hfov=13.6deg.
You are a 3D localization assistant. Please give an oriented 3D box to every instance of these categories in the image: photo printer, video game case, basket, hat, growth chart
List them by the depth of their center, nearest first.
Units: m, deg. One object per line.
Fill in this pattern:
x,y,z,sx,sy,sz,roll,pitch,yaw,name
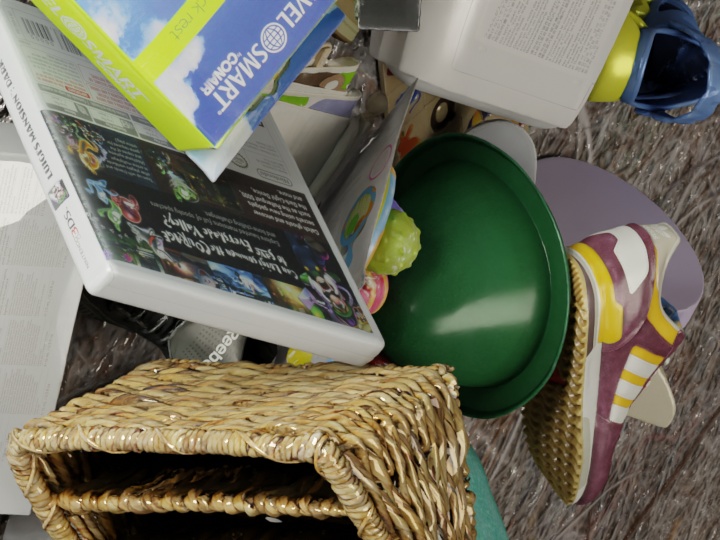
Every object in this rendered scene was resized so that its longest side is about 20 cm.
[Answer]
-0.090,-0.043,1.494,0.023,0.182,0.200,-43,144,24,video game case
-0.058,0.129,1.515,0.149,0.199,0.143,-26,113,-60,basket
-0.057,-0.072,1.675,0.145,0.018,0.200,-52,151,11,growth chart
0.009,0.019,1.742,0.176,0.200,0.166,-7,135,-41,hat
0.089,-0.176,1.787,0.200,0.069,0.167,10,106,-58,photo printer

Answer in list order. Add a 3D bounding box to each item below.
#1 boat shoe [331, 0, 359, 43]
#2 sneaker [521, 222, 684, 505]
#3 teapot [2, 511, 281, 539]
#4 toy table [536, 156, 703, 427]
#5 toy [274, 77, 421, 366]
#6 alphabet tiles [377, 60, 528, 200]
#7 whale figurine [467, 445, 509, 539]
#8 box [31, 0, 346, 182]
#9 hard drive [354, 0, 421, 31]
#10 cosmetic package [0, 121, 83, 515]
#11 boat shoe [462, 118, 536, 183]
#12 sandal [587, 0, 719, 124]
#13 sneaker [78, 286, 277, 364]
-0.041,-0.186,1.585,0.063,0.073,0.200,-55,149,-8,boat shoe
0.154,0.060,1.823,0.090,0.075,0.200,-18,137,-21,sneaker
-0.096,0.165,1.711,0.200,0.146,0.198,-55,150,-15,teapot
0.142,0.023,1.956,0.200,0.183,0.117,-75,-170,-67,toy table
0.000,0.000,1.699,0.115,0.047,0.200,-46,-162,47,toy
0.069,-0.130,1.870,0.166,0.006,0.200,-42,145,-30,alphabet tiles
0.055,0.171,1.857,0.104,0.200,0.159,-49,170,29,whale figurine
-0.094,-0.152,1.455,0.200,0.048,0.122,46,70,-22,box
0.016,-0.226,1.558,0.200,0.038,0.140,-89,-178,-61,hard drive
-0.191,0.024,1.519,0.082,0.051,0.201,3,114,-30,cosmetic package
0.052,-0.006,1.889,0.057,0.068,0.200,-70,-175,-78,boat shoe
0.199,-0.133,1.956,0.200,0.087,0.080,-48,155,-72,sandal
-0.102,0.016,1.625,0.066,0.091,0.200,-45,153,11,sneaker
